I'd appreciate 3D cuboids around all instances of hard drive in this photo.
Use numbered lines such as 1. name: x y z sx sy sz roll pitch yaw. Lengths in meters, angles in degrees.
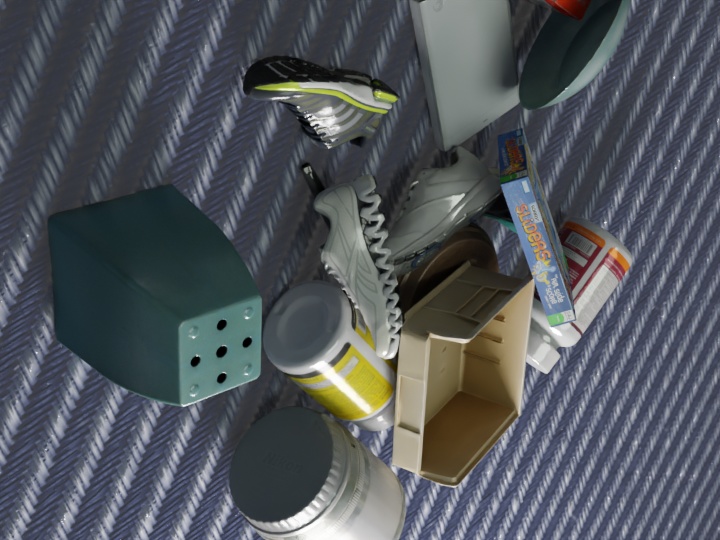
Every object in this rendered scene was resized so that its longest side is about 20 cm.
1. hard drive: 0.126 -0.255 1.379 0.131 0.026 0.201 -35 134 -23

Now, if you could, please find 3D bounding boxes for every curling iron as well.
1. curling iron: -0.017 -0.049 1.355 0.050 0.025 0.200 -56 129 -23

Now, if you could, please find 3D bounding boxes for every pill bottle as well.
1. pill bottle: 0.279 0.034 1.636 0.201 0.109 0.109 -54 138 -4
2. pill bottle: -0.020 0.107 1.390 0.115 0.114 0.200 -51 138 -7

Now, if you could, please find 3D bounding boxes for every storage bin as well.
1. storage bin: 0.122 0.121 1.424 0.198 0.093 0.202 -37 136 -51

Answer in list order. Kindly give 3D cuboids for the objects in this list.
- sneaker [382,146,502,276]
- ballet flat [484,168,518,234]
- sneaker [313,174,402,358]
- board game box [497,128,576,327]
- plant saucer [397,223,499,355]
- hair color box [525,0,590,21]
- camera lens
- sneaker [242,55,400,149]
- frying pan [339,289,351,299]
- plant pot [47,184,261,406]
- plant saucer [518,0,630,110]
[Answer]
1. sneaker: 0.078 -0.067 1.390 0.199 0.087 0.075 -39 172 -22
2. ballet flat: 0.186 -0.089 1.506 0.199 0.073 0.074 20 99 -46
3. sneaker: 0.000 0.000 1.299 0.080 0.075 0.203 -12 89 0
4. board game box: 0.211 -0.052 1.419 0.034 0.136 0.202 -16 118 14
5. plant saucer: 0.111 0.036 1.497 0.199 0.029 0.202 -24 126 -36
6. hair color box: 0.248 -0.400 1.353 0.061 0.101 0.202 18 101 -46
7. camera lens: -0.048 0.271 1.427 0.160 0.159 0.200 -50 138 -8
8. sneaker: -0.043 -0.169 1.237 0.199 0.074 0.082 4 114 -43
9. frying pan: 0.034 0.048 1.466 0.189 0.031 0.116 -18 122 -34
10. plant pot: -0.184 0.033 1.123 0.140 0.199 0.143 -19 126 -36
11. plant saucer: 0.258 -0.267 1.375 0.038 0.201 0.203 27 94 -16
